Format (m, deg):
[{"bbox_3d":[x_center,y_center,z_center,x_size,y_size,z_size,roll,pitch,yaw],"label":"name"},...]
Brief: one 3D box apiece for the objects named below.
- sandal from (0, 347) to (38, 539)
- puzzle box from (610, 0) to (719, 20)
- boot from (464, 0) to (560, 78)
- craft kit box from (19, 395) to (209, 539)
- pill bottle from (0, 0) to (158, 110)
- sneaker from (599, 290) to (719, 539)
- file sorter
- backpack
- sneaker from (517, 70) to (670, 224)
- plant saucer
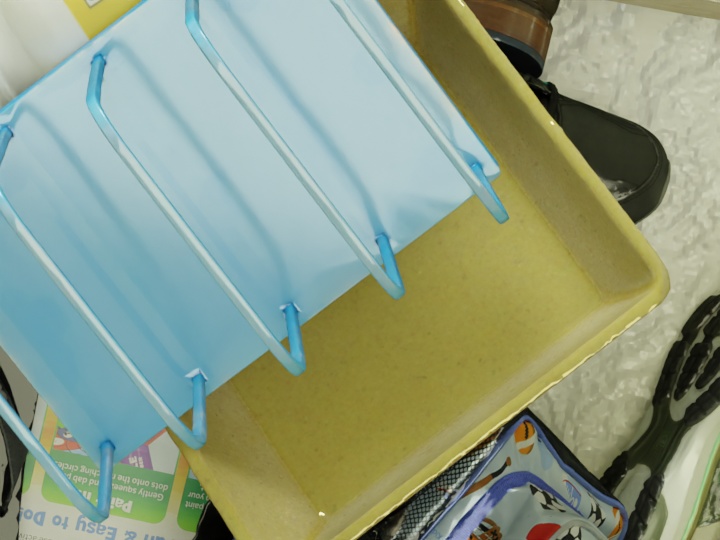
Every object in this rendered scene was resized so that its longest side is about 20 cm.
[{"bbox_3d":[-0.174,0.074,1.284,0.076,0.043,0.202,-4,99,-6],"label":"sandal"},{"bbox_3d":[0.095,-0.187,1.295,0.199,0.025,0.134,9,75,-17],"label":"puzzle box"},{"bbox_3d":[-0.002,-0.159,1.315,0.199,0.075,0.097,19,74,-5],"label":"boot"},{"bbox_3d":[-0.115,0.092,1.337,0.199,0.049,0.199,13,94,-9],"label":"craft kit box"},{"bbox_3d":[-0.089,-0.128,1.193,0.199,0.111,0.112,-33,101,3],"label":"pill bottle"},{"bbox_3d":[0.179,0.081,1.368,0.088,0.077,0.201,28,99,-23],"label":"sneaker"},{"bbox_3d":[-0.062,-0.022,1.101,0.200,0.123,0.139,-37,102,5],"label":"file sorter"},{"bbox_3d":[0.021,0.142,1.270,0.190,0.154,0.200,-44,144,1],"label":"backpack"},{"bbox_3d":[0.043,-0.062,1.284,0.199,0.079,0.076,11,63,-7],"label":"sneaker"},{"bbox_3d":[0.000,0.000,1.197,0.200,0.048,0.200,-38,65,5],"label":"plant saucer"}]
